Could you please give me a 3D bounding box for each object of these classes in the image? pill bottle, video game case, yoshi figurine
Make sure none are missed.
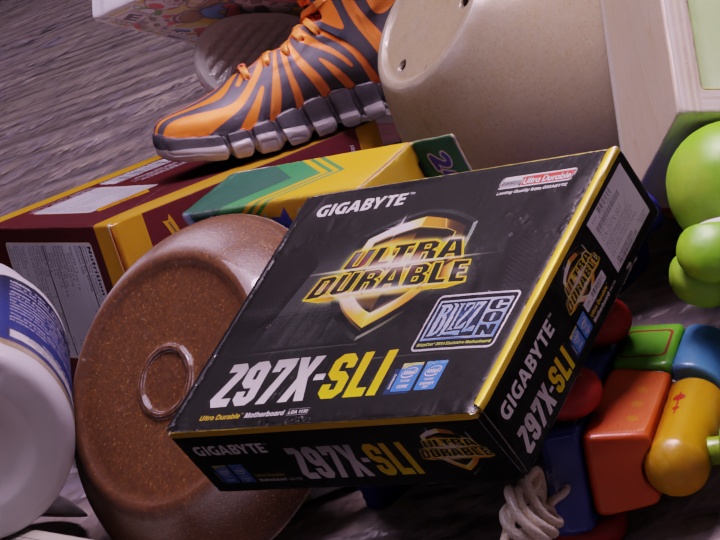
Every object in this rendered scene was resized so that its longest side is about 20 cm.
[{"bbox_3d":[-0.214,0.062,1.250,0.110,0.112,0.200,-26,20,1],"label":"pill bottle"},{"bbox_3d":[-0.046,-0.181,1.505,0.181,0.023,0.199,-17,-18,42],"label":"video game case"},{"bbox_3d":[0.229,-0.042,1.077,0.199,0.113,0.112,-13,20,-18],"label":"yoshi figurine"}]

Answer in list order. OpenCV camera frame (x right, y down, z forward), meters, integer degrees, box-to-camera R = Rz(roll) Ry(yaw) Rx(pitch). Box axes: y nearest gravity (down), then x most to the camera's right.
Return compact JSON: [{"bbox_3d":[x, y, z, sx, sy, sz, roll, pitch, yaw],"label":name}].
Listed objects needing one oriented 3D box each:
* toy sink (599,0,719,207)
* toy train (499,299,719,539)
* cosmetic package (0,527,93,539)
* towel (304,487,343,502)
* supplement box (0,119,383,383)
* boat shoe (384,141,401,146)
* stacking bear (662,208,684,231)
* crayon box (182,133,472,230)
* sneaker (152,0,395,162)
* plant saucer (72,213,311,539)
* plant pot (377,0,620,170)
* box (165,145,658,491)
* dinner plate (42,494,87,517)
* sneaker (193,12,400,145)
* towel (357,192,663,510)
[{"bbox_3d":[0.235,-0.114,1.155,0.198,0.131,0.112,0,-25,-9],"label":"toy sink"},{"bbox_3d":[0.134,0.083,0.997,0.115,0.085,0.200,-5,23,20],"label":"toy train"},{"bbox_3d":[-0.209,0.188,1.191,0.105,0.071,0.199,-33,18,-29],"label":"cosmetic package"},{"bbox_3d":[0.026,0.067,1.280,0.199,0.031,0.149,-24,16,10],"label":"towel"},{"bbox_3d":[-0.100,0.001,1.436,0.196,0.134,0.200,-24,13,-29],"label":"supplement box"},{"bbox_3d":[-0.013,-0.050,1.620,0.199,0.076,0.074,-19,21,27],"label":"boat shoe"},{"bbox_3d":[0.195,-0.074,1.321,0.121,0.114,0.200,-33,22,4],"label":"stacking bear"},{"bbox_3d":[0.000,0.000,1.259,0.199,0.126,0.052,-7,28,51],"label":"crayon box"},{"bbox_3d":[-0.041,-0.138,1.383,0.199,0.113,0.078,-18,12,-7],"label":"sneaker"},{"bbox_3d":[-0.094,0.063,1.225,0.199,0.202,0.037,-13,-21,38],"label":"plant saucer"},{"bbox_3d":[0.089,-0.114,1.281,0.200,0.134,0.201,-39,37,38],"label":"plant pot"},{"bbox_3d":[0.022,0.025,1.048,0.199,0.049,0.160,-7,44,44],"label":"box"},{"bbox_3d":[-0.259,0.130,1.327,0.198,0.024,0.200,2,-9,0],"label":"dinner plate"},{"bbox_3d":[-0.028,-0.123,1.543,0.199,0.076,0.105,4,-10,-21],"label":"sneaker"},{"bbox_3d":[0.063,0.034,1.134,0.200,0.050,0.148,-42,-11,-6],"label":"towel"}]
